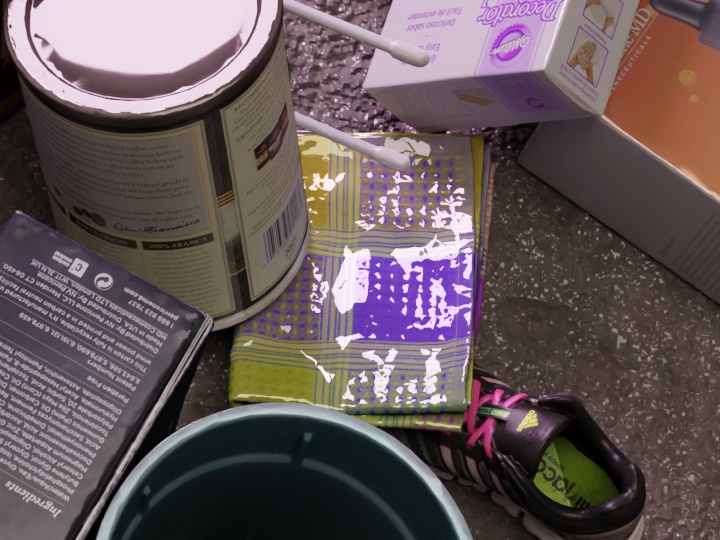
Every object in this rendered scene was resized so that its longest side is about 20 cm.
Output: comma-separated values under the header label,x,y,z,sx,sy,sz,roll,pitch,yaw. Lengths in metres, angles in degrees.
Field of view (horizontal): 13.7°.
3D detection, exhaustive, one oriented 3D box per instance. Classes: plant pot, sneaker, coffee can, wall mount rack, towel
label,x,y,z,sx,sy,sz,roll,pitch,yaw
plant pot,-0.054,0.193,1.561,0.200,0.196,0.201,4,69,-11
sneaker,0.082,0.091,1.690,0.200,0.087,0.074,34,66,2
coffee can,-0.107,-0.079,1.632,0.146,0.200,0.147,-2,54,3
wall mount rack,-0.036,-0.142,1.686,0.074,0.200,0.174,-23,67,-14
towel,0.000,0.000,1.707,0.143,0.023,0.200,4,55,4

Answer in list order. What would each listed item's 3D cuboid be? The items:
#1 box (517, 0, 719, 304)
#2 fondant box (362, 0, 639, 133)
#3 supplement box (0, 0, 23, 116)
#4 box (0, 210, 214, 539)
label,x,y,z,sx,sy,sz,roll,pitch,yaw
box,0.222,-0.082,1.779,0.200,0.106,0.152,35,66,2
fondant box,0.098,-0.183,1.738,0.058,0.144,0.200,35,64,-39
supplement box,-0.191,-0.216,1.681,0.133,0.200,0.197,44,66,12
box,-0.185,0.108,1.564,0.124,0.200,0.197,28,65,1
